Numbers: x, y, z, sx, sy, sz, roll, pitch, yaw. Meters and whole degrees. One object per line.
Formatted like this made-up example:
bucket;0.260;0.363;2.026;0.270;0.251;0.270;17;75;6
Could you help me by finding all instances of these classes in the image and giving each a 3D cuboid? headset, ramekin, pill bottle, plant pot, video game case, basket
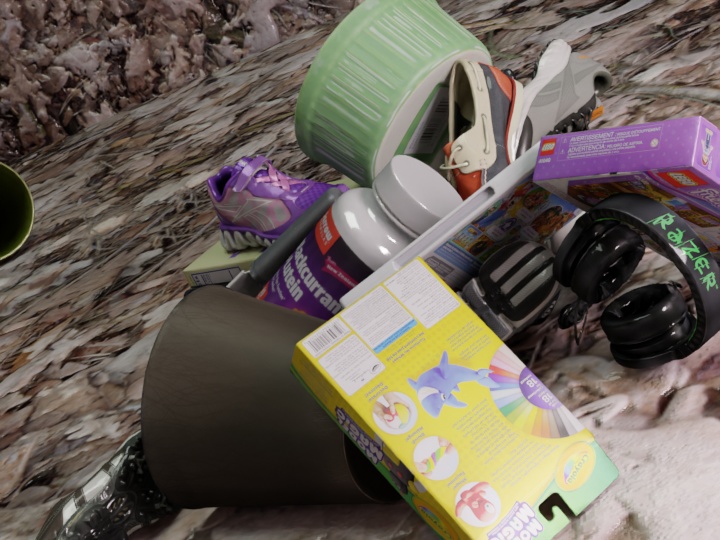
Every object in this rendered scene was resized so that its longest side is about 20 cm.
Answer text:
headset;0.201;0.007;0.963;0.094;0.124;0.200;-35;-4;-25
ramekin;0.039;-0.168;1.281;0.098;0.200;0.200;39;57;23
pill bottle;0.000;0.000;1.131;0.200;0.111;0.111;-49;8;25
plant pot;-0.696;-0.093;2.377;0.187;0.187;0.200;-33;5;-20
video game case;0.090;-0.017;1.049;0.200;0.018;0.143;-38;-24;11
basket;-0.050;0.106;0.988;0.200;0.181;0.136;4;-5;41

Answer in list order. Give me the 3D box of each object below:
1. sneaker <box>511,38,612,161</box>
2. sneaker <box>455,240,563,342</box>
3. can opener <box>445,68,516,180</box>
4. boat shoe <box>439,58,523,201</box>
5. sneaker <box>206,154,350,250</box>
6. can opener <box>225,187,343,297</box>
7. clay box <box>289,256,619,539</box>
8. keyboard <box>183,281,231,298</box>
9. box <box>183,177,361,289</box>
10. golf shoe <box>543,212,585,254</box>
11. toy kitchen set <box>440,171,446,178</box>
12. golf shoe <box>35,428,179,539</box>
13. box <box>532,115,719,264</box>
sneaker;0.187;-0.148;1.263;0.079;0.074;0.200;23;53;11
sneaker;0.096;0.052;1.079;0.200;0.075;0.115;-37;-15;21
can opener;0.117;-0.107;1.300;0.063;0.200;0.079;-2;30;-33
boat shoe;0.101;-0.103;1.168;0.071;0.062;0.200;-35;37;50
sneaker;-0.088;-0.072;1.297;0.080;0.089;0.200;-38;23;-35
can opener;-0.076;-0.004;1.232;0.200;0.053;0.067;-43;20;19
clay box;0.061;0.098;0.861;0.115;0.200;0.048;-35;-17;-25
keyboard;-0.107;0.061;1.304;0.200;0.040;0.104;-6;65;41
box;-0.050;-0.014;1.381;0.200;0.097;0.176;-9;25;41
golf shoe;0.223;-0.063;1.139;0.200;0.075;0.092;-47;-7;-45
toy kitchen set;0.094;-0.152;1.454;0.200;0.163;0.180;-26;18;3
golf shoe;-0.209;0.189;1.075;0.094;0.078;0.200;-13;21;35
box;0.243;-0.052;0.963;0.137;0.200;0.039;-2;71;47
